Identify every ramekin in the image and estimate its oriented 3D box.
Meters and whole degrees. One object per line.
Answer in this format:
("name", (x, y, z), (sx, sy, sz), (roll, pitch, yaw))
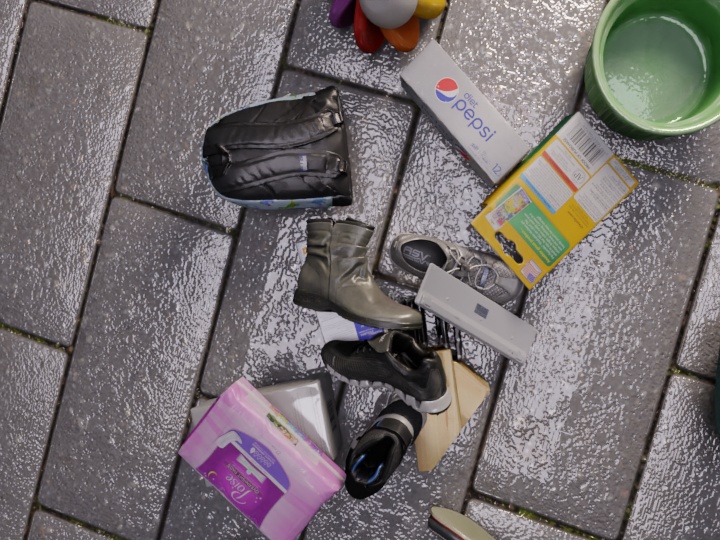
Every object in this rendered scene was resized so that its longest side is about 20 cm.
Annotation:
("ramekin", (0.388, -0.268, 0.776), (0.193, 0.098, 0.207), (0, 90, 8))

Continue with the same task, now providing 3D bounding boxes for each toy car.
("toy car", (0.016, -0.383, 0.813), (0.200, 0.175, 0.151), (45, 132, 5))

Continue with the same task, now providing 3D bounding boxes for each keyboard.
("keyboard", (0.159, 0.062, 0.807), (0.197, 0.011, 0.058), (30, 73, -21))

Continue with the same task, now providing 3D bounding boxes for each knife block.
("knife block", (0.085, 0.145, 0.840), (0.174, 0.064, 0.202), (37, 96, 7))

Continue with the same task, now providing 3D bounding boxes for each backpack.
("backpack", (-0.121, -0.156, 0.837), (0.194, 0.153, 0.169), (-11, 95, -14))

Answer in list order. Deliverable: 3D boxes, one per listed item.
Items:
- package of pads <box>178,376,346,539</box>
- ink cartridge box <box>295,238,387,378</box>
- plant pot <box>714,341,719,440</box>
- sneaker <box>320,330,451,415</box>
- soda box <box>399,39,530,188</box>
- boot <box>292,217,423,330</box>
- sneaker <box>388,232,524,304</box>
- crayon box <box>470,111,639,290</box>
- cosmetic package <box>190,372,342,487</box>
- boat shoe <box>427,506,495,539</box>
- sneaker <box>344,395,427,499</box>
("package of pads", (-0.128, 0.253, 0.784), (0.199, 0.076, 0.121), (41, 97, 2))
("ink cartridge box", (-0.021, 0.042, 0.868), (0.092, 0.037, 0.206), (-17, 86, 7))
("plant pot", (0.525, 0.172, 0.719), (0.194, 0.201, 0.166), (8, 104, 8))
("sneaker", (0.029, 0.111, 0.780), (0.196, 0.066, 0.093), (16, 125, 33))
("soda box", (0.142, -0.213, 0.828), (0.068, 0.063, 0.201), (-41, 85, 6))
("boot", (0.000, 0.000, 0.803), (0.195, 0.067, 0.135), (14, 92, 21))
("sneaker", (0.128, 0.001, 0.823), (0.194, 0.082, 0.077), (15, 92, 8))
("crayon box", (0.254, -0.092, 0.811), (0.200, 0.052, 0.126), (-45, 94, 5))
("cosmetic package", (-0.133, 0.227, 0.864), (0.194, 0.081, 0.117), (-12, 89, 9))
("boat shoe", (0.172, 0.403, 0.830), (0.197, 0.071, 0.064), (32, 97, 2))
("sneaker", (0.007, 0.256, 0.794), (0.072, 0.111, 0.203), (36, 122, 14))
